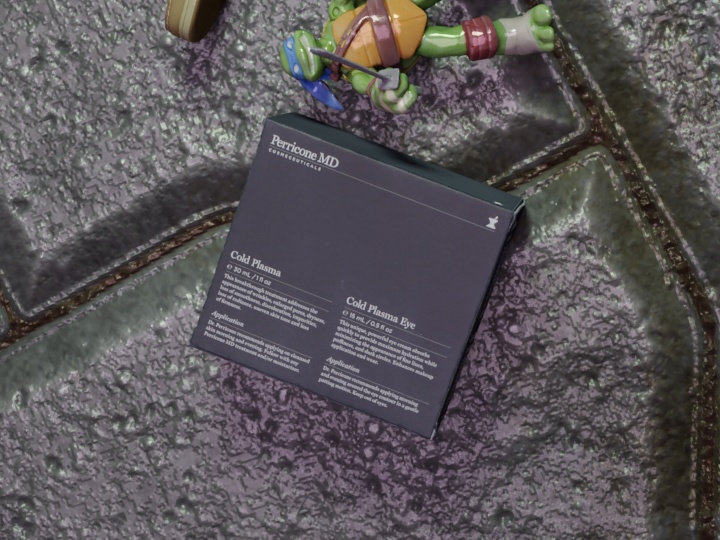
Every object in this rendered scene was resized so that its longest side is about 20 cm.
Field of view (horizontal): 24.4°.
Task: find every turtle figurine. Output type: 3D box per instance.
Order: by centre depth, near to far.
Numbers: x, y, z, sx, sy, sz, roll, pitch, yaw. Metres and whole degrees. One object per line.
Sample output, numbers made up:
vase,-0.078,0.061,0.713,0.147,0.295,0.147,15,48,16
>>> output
turtle figurine,0.037,-0.191,1.193,0.193,0.144,0.200,-15,139,-7

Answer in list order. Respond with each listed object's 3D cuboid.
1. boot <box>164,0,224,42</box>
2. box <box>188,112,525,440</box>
boot,-0.171,-0.281,1.264,0.155,0.073,0.201,9,97,8
box,0.000,0.000,1.259,0.200,0.104,0.183,22,102,6
